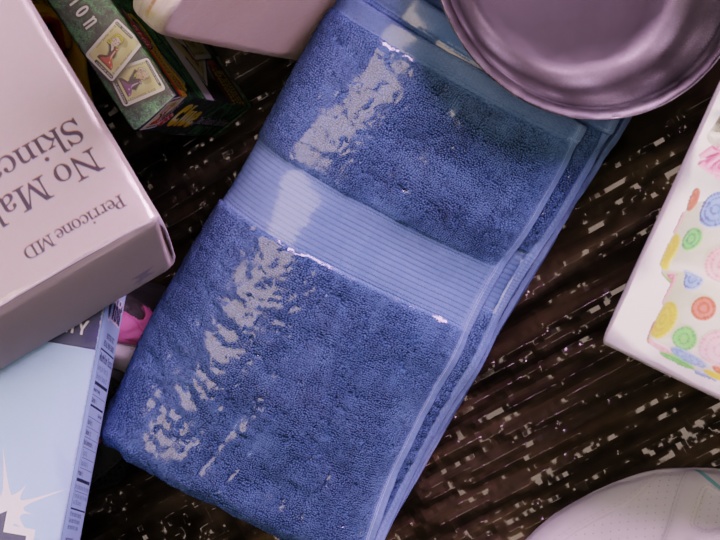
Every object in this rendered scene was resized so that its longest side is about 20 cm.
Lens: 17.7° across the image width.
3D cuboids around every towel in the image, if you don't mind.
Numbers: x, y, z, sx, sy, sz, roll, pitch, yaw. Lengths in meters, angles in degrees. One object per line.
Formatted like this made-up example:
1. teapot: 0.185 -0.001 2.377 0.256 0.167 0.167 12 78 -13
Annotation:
1. towel: 0.000 0.000 0.801 0.112 0.049 0.200 28 100 -17

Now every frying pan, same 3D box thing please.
1. frying pan: 0.074 -0.144 0.762 0.115 0.031 0.190 -1 90 -17

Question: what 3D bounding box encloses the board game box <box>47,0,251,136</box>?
1. board game box: -0.112 -0.135 0.809 0.023 0.105 0.200 -35 86 13

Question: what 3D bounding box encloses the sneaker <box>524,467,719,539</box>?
1. sneaker: 0.143 0.103 0.777 0.200 0.080 0.071 -5 93 14

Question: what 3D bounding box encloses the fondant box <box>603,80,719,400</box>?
1. fondant box: 0.185 -0.037 0.736 0.144 0.058 0.200 26 99 12

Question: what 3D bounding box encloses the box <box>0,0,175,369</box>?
1. box: -0.143 -0.072 0.744 0.082 0.068 0.200 -32 79 -8

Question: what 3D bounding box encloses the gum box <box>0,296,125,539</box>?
1. gum box: -0.180 0.084 0.772 0.170 0.045 0.200 10 81 2

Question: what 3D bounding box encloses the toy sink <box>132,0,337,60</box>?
1. toy sink: -0.037 -0.154 0.743 0.112 0.200 0.130 42 101 7

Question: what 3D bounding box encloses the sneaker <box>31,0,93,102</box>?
1. sneaker: -0.135 -0.107 0.824 0.077 0.073 0.200 -17 99 52

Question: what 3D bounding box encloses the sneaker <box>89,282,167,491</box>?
1. sneaker: -0.169 0.036 0.844 0.200 0.080 0.086 10 97 13
